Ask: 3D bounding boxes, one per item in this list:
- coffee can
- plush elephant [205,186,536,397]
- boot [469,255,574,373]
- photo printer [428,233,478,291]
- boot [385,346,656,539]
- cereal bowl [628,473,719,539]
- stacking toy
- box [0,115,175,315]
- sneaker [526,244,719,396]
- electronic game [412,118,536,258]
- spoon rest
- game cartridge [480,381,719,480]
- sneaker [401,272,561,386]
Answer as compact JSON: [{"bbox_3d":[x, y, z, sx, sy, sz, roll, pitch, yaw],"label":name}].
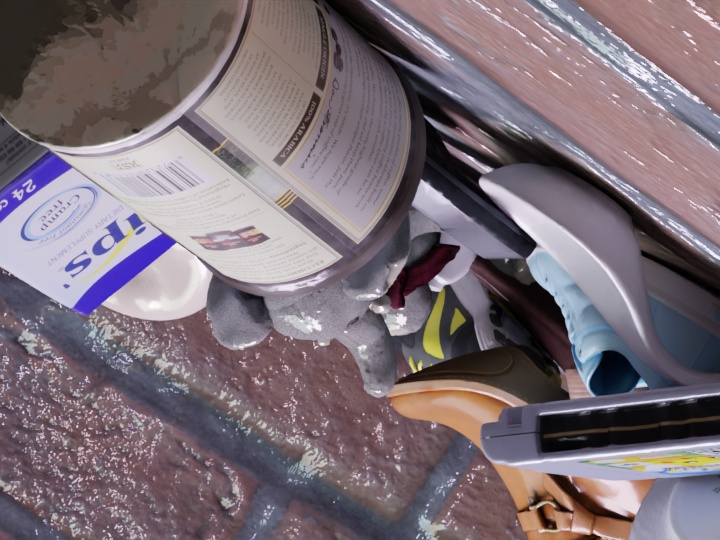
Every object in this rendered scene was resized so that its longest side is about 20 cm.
[{"bbox_3d":[-0.074,-0.089,1.311,0.146,0.147,0.200,31,175,34],"label":"coffee can"},{"bbox_3d":[0.000,0.000,1.643,0.164,0.155,0.200,-16,127,41],"label":"plush elephant"},{"bbox_3d":[0.136,0.049,1.739,0.166,0.072,0.200,36,-167,7],"label":"boot"},{"bbox_3d":[-0.013,-0.058,1.843,0.166,0.070,0.200,34,177,-14],"label":"photo printer"},{"bbox_3d":[0.109,0.129,1.648,0.199,0.156,0.077,-3,-167,30],"label":"boot"},{"bbox_3d":[0.233,0.148,1.497,0.083,0.200,0.200,51,167,-34],"label":"cereal bowl"},{"bbox_3d":[-0.115,-0.079,1.727,0.146,0.200,0.146,19,138,18],"label":"stacking toy"},{"bbox_3d":[-0.150,-0.088,1.517,0.105,0.184,0.200,53,-175,21],"label":"box"},{"bbox_3d":[0.141,0.029,1.542,0.074,0.082,0.200,36,176,-26],"label":"sneaker"},{"bbox_3d":[0.020,-0.073,1.497,0.200,0.042,0.200,39,-176,-3],"label":"electronic game"},{"bbox_3d":[0.144,0.008,1.409,0.200,0.061,0.099,33,177,-14],"label":"spoon rest"},{"bbox_3d":[0.182,0.087,1.427,0.199,0.041,0.133,-9,171,37],"label":"game cartridge"},{"bbox_3d":[0.076,0.059,1.807,0.074,0.085,0.200,40,-165,-25],"label":"sneaker"}]
